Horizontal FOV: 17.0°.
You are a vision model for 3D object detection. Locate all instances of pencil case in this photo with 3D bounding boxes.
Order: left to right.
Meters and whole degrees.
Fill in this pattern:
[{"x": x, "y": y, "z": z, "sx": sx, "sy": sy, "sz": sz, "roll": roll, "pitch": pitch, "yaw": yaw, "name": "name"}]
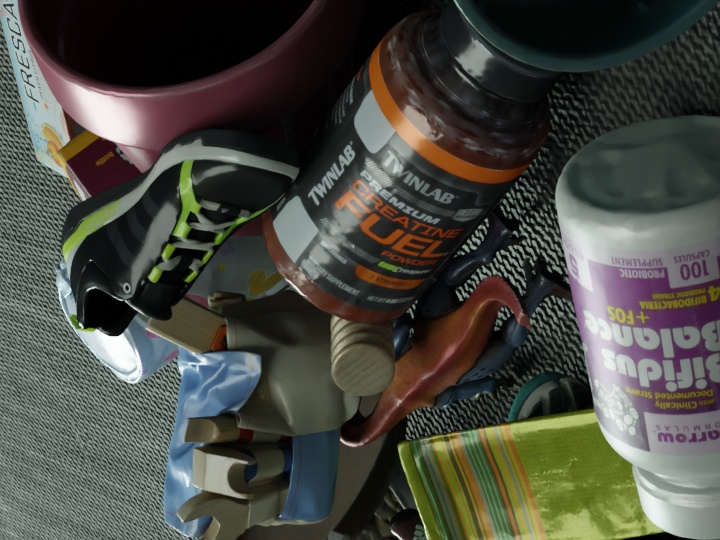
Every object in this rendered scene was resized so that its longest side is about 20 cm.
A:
[{"x": -0.095, "y": -0.015, "z": 1.515, "sx": 0.091, "sy": 0.199, "sz": 0.083, "roll": 48, "pitch": 155, "yaw": 16, "name": "pencil case"}]

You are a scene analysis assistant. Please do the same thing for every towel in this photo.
[{"x": 0.120, "y": 0.121, "z": 1.377, "sx": 0.199, "sy": 0.018, "sz": 0.087, "roll": -12, "pitch": 112, "yaw": 27, "name": "towel"}]

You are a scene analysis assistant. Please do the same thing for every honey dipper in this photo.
[{"x": 0.000, "y": 0.000, "z": 1.435, "sx": 0.201, "sy": 0.038, "sz": 0.038, "roll": -92, "pitch": -7, "yaw": -55, "name": "honey dipper"}]

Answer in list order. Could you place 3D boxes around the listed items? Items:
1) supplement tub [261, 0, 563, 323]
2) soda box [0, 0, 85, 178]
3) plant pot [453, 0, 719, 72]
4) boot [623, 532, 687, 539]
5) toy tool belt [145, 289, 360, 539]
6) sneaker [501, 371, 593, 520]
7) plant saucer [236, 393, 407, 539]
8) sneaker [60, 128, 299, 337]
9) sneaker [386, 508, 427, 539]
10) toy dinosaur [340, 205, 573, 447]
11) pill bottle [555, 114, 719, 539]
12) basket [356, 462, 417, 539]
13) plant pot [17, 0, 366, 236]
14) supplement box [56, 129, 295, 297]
[{"x": 0.033, "y": -0.068, "z": 1.316, "sx": 0.107, "sy": 0.107, "sz": 0.200, "roll": 51, "pitch": 131, "yaw": 15, "name": "supplement tub"}, {"x": -0.207, "y": -0.165, "z": 1.689, "sx": 0.063, "sy": 0.068, "sz": 0.201, "roll": 30, "pitch": 140, "yaw": 43, "name": "soda box"}, {"x": 0.062, "y": -0.218, "z": 1.079, "sx": 0.196, "sy": 0.199, "sz": 0.201, "roll": 38, "pitch": 147, "yaw": 47, "name": "plant pot"}, {"x": 0.147, "y": 0.210, "z": 1.477, "sx": 0.200, "sy": 0.072, "sz": 0.145, "roll": -19, "pitch": 100, "yaw": 54, "name": "boot"}, {"x": -0.079, "y": 0.110, "z": 1.431, "sx": 0.125, "sy": 0.122, "sz": 0.202, "roll": 15, "pitch": 102, "yaw": 59, "name": "toy tool belt"}, {"x": 0.100, "y": 0.131, "z": 1.475, "sx": 0.080, "sy": 0.077, "sz": 0.201, "roll": 50, "pitch": 152, "yaw": 34, "name": "sneaker"}, {"x": -0.032, "y": 0.139, "z": 1.596, "sx": 0.032, "sy": 0.201, "sz": 0.200, "roll": 36, "pitch": 160, "yaw": -21, "name": "plant saucer"}, {"x": -0.099, "y": -0.013, "z": 1.345, "sx": 0.200, "sy": 0.071, "sz": 0.083, "roll": -28, "pitch": 57, "yaw": 48, "name": "sneaker"}, {"x": 0.054, "y": 0.197, "z": 1.475, "sx": 0.116, "sy": 0.075, "sz": 0.200, "roll": 59, "pitch": 169, "yaw": 7, "name": "sneaker"}, {"x": 0.032, "y": 0.041, "z": 1.406, "sx": 0.105, "sy": 0.200, "sz": 0.182, "roll": 46, "pitch": 107, "yaw": 8, "name": "toy dinosaur"}, {"x": 0.167, "y": 0.033, "z": 1.220, "sx": 0.112, "sy": 0.112, "sz": 0.201, "roll": 23, "pitch": 136, "yaw": 48, "name": "pill bottle"}, {"x": -0.015, "y": 0.230, "z": 1.702, "sx": 0.136, "sy": 0.123, "sz": 0.200, "roll": 59, "pitch": 152, "yaw": -3, "name": "basket"}, {"x": -0.081, "y": -0.123, "z": 1.415, "sx": 0.200, "sy": 0.200, "sz": 0.179, "roll": 37, "pitch": 161, "yaw": 35, "name": "plant pot"}, {"x": -0.109, "y": -0.013, "z": 1.627, "sx": 0.200, "sy": 0.085, "sz": 0.110, "roll": 53, "pitch": 174, "yaw": 12, "name": "supplement box"}]
